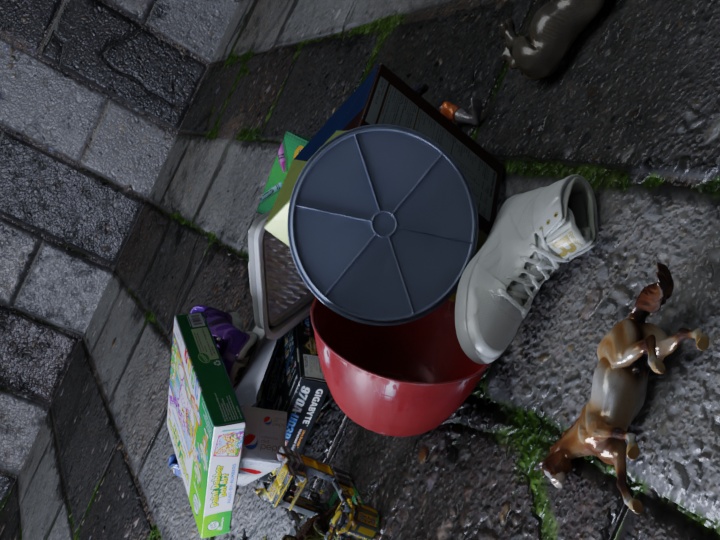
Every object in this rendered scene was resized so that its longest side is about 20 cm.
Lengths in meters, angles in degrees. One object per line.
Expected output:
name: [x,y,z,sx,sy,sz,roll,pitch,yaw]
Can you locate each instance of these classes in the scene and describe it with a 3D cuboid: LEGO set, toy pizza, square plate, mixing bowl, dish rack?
LEGO set: [-0.079,0.305,1.009,0.202,0.114,0.154,-57,25,16]
toy pizza: [0.023,-0.046,0.897,0.032,0.197,0.204,150,144,-84]
square plate: [-0.146,0.126,1.298,0.200,0.028,0.200,-60,-9,10]
mixing bowl: [0.037,0.100,0.923,0.201,0.195,0.110,-109,26,-57]
dish rack: [-0.083,-0.023,1.156,0.199,0.043,0.175,-37,-46,-49]

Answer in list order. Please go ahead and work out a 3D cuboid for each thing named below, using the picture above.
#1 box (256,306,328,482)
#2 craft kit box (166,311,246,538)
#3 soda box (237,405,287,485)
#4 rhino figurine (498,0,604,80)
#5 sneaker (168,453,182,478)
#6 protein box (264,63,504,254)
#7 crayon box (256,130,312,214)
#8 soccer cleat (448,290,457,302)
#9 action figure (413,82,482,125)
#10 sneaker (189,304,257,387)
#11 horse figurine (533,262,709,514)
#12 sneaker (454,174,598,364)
box: [-0.097,0.166,1.208,0.160,0.045,0.203,-101,29,-53]
craft kit box: [-0.202,0.194,1.119,0.201,0.047,0.201,-123,33,-46]
soda box: [-0.156,0.237,1.168,0.200,0.062,0.070,137,140,-60]
rhino figurine: [0.241,-0.310,1.019,0.201,0.059,0.088,-53,46,23]
sneaker: [-0.246,0.269,1.425,0.202,0.077,0.076,-58,26,13]
protein box: [0.030,-0.087,1.042,0.198,0.198,0.136,-39,23,41]
crayon box: [-0.054,-0.120,1.264,0.058,0.199,0.121,27,100,27]
soccer cleat: [0.032,-0.015,0.950,0.085,0.198,0.065,-57,3,16]
action figure: [0.061,-0.168,1.204,0.200,0.105,0.193,-44,16,-12]
sneaker: [-0.200,0.099,1.205,0.082,0.082,0.200,-63,24,1]
horse figurine: [0.210,0.095,0.697,0.133,0.049,0.204,-134,62,-82]
sneaker: [0.165,-0.009,0.852,0.115,0.073,0.203,-24,37,56]
